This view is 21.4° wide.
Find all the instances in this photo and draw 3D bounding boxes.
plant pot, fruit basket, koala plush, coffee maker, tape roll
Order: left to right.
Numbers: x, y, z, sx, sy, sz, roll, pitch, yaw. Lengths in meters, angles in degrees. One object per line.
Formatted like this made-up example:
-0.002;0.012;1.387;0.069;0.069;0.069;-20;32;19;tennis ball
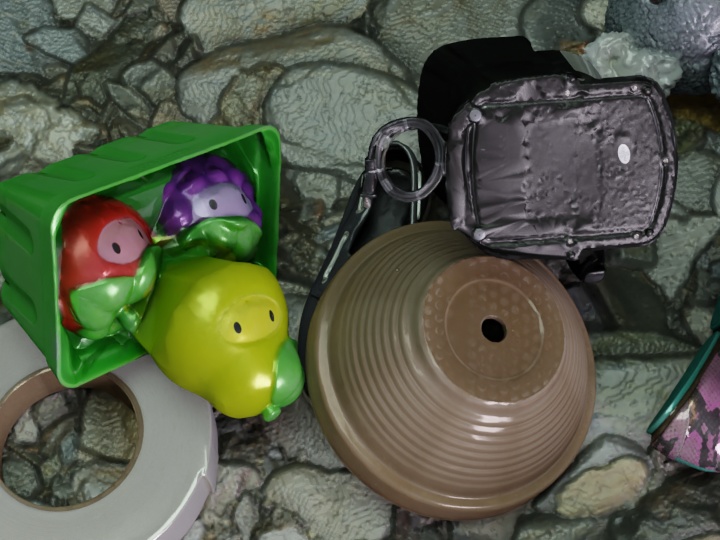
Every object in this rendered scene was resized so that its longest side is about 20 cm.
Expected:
-0.196;0.119;1.288;0.201;0.037;0.204;-2;62;4;tape roll
-0.116;0.002;1.257;0.214;0.156;0.216;2;28;-1;fruit basket
0.071;0.053;1.233;0.199;0.093;0.202;6;69;-17;plant pot
0.091;-0.090;1.240;0.191;0.200;0.135;19;99;-11;coffee maker
0.261;-0.169;1.349;0.199;0.184;0.178;4;43;26;koala plush

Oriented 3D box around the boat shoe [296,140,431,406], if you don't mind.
0.000;0.000;1.319;0.072;0.063;0.201;14;64;12;boat shoe

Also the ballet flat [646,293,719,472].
0.260;0.050;1.276;0.071;0.069;0.201;31;66;0;ballet flat
